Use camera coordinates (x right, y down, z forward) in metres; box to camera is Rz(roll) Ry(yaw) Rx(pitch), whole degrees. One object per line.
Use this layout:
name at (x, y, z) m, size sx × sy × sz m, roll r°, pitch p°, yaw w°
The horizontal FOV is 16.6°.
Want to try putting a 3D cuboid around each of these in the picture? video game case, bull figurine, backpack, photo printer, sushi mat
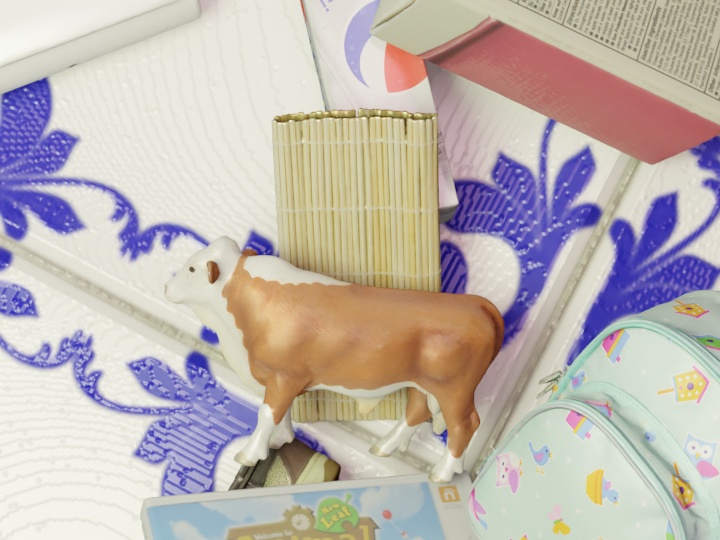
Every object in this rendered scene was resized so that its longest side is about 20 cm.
video game case at (-0.008, 0.195, 1.363) m, size 0.199 × 0.022 × 0.183 m, roll -3°, pitch 51°, yaw -19°
bull figurine at (-0.017, 0.050, 1.411) m, size 0.198 × 0.065 × 0.122 m, roll 8°, pitch 103°, yaw -6°
backpack at (0.168, 0.118, 1.359) m, size 0.176 × 0.153 × 0.200 m, roll 51°, pitch 125°, yaw 26°
photo printer at (-0.215, -0.195, 1.484) m, size 0.199 × 0.069 × 0.167 m, roll -20°, pitch 84°, yaw -3°
sushi mat at (0.000, 0.000, 1.438) m, size 0.095 × 0.012 × 0.201 m, roll -2°, pitch 116°, yaw 1°

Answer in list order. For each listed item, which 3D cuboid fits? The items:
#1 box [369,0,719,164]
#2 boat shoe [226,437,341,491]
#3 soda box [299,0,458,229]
box at (0.126, -0.164, 1.428) m, size 0.199 × 0.109 × 0.129 m, roll 24°, pitch 73°, yaw -15°
boat shoe at (-0.091, 0.180, 1.445) m, size 0.065 × 0.073 × 0.200 m, roll 36°, pitch 75°, yaw 9°
soda box at (0.005, -0.123, 1.477) m, size 0.063 × 0.068 × 0.201 m, roll -13°, pitch 83°, yaw -2°
